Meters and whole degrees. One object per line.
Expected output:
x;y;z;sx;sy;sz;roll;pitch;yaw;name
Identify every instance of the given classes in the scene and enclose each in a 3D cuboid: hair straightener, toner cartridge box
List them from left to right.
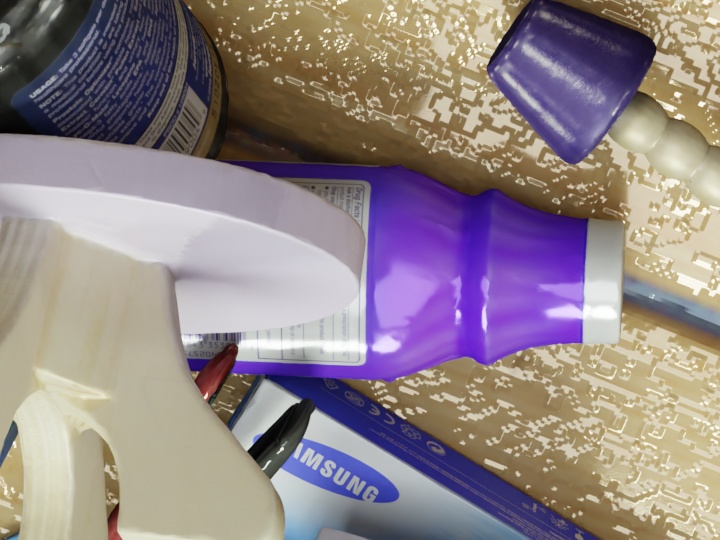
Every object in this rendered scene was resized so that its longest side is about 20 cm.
-0.072;0.123;1.019;0.077;0.041;0.200;33;113;-3;hair straightener
0.026;0.124;1.064;0.200;0.043;0.095;31;108;-3;toner cartridge box

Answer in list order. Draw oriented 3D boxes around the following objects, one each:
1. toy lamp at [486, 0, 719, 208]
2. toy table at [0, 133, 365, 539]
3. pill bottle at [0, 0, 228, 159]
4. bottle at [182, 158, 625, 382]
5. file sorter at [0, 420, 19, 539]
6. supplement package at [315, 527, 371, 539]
0.138;-0.033;0.996;0.200;0.058;0.058;32;108;-6;toy lamp
-0.106;0.032;0.900;0.200;0.184;0.117;0;67;22;toy table
-0.127;-0.088;0.918;0.112;0.200;0.112;-6;67;15;pill bottle
0.000;0.000;1.015;0.200;0.065;0.084;2;93;6;bottle
-0.214;0.061;1.026;0.123;0.139;0.200;-26;103;10;file sorter
0.010;0.215;1.018;0.109;0.114;0.200;16;132;10;supplement package
